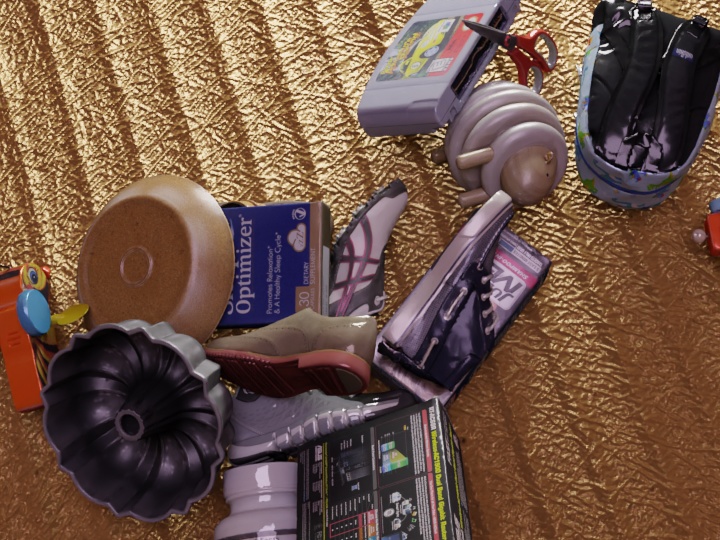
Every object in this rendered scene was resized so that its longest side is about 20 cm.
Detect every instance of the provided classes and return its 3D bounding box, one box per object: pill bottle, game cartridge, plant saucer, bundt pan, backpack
[{"bbox_3d":[-0.084,0.290,1.326,0.109,0.111,0.203,-5,72,-2],"label":"pill bottle"},{"bbox_3d":[0.080,-0.225,1.481,0.041,0.132,0.201,49,58,-30],"label":"game cartridge"},{"bbox_3d":[-0.219,-0.001,1.411,0.198,0.035,0.203,-5,79,27],"label":"plant saucer"},{"bbox_3d":[-0.208,0.138,1.356,0.199,0.076,0.205,6,108,20],"label":"bundt pan"},{"bbox_3d":[0.298,-0.164,1.463,0.161,0.154,0.202,15,52,0],"label":"backpack"}]

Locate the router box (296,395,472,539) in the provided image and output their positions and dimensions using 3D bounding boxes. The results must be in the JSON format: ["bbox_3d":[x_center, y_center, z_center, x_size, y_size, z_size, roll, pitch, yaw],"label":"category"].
[{"bbox_3d":[0.020,0.219,1.255,0.148,0.062,0.201,-20,33,12],"label":"router box"}]

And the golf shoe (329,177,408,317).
[{"bbox_3d":[0.000,0.000,1.443,0.088,0.077,0.201,35,85,3],"label":"golf shoe"}]

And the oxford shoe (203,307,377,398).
[{"bbox_3d":[-0.067,0.077,1.347,0.198,0.071,0.075,1,55,31],"label":"oxford shoe"}]

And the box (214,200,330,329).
[{"bbox_3d":[-0.127,-0.002,1.409,0.197,0.032,0.123,-3,80,20],"label":"box"}]

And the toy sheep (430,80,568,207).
[{"bbox_3d":[0.145,-0.134,1.450,0.136,0.139,0.201,-18,44,-6],"label":"toy sheep"}]

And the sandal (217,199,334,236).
[{"bbox_3d":[-0.127,-0.045,1.461,0.197,0.054,0.081,5,72,3],"label":"sandal"}]

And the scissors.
[{"bbox_3d":[0.159,-0.245,1.462,0.014,0.200,0.074,21,82,36],"label":"scissors"}]

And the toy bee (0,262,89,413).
[{"bbox_3d":[-0.337,0.036,1.419,0.129,0.109,0.203,6,102,13],"label":"toy bee"}]

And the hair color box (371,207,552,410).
[{"bbox_3d":[0.100,0.046,1.429,0.100,0.061,0.201,36,77,11],"label":"hair color box"}]

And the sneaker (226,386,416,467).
[{"bbox_3d":[-0.049,0.120,1.391,0.198,0.075,0.117,-16,68,6],"label":"sneaker"}]

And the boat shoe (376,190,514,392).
[{"bbox_3d":[0.109,0.025,1.365,0.092,0.075,0.201,37,91,6],"label":"boat shoe"}]

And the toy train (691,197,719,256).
[{"bbox_3d":[0.431,0.018,1.443,0.148,0.056,0.202,-11,70,-2],"label":"toy train"}]
